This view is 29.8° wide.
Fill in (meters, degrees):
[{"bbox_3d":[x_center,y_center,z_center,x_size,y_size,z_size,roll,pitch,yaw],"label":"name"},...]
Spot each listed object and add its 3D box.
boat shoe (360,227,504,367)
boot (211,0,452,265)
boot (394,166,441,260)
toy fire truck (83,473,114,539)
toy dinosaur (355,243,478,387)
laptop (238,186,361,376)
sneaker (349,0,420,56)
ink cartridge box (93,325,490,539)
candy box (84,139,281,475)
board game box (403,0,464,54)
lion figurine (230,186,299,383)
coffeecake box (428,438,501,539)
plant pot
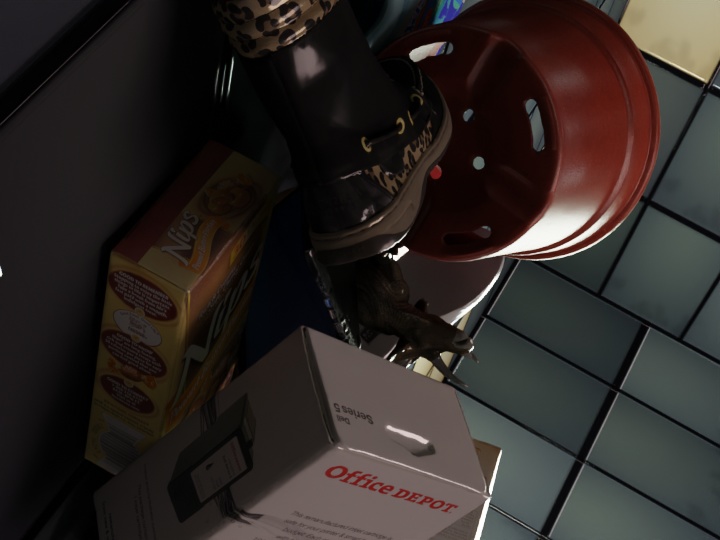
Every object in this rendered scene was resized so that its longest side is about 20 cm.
[{"bbox_3d":[0.034,0.040,1.092,0.199,0.069,0.057,-39,158,-8],"label":"boat shoe"},{"bbox_3d":[-0.013,-0.113,0.734,0.152,0.072,0.201,64,25,-26],"label":"boot"},{"bbox_3d":[0.043,-0.049,1.159,0.145,0.072,0.200,-54,165,-14],"label":"boot"},{"bbox_3d":[-0.120,0.145,1.011,0.176,0.127,0.203,106,-6,-72],"label":"toy fire truck"},{"bbox_3d":[0.000,0.000,0.963,0.076,0.200,0.103,-29,136,-10],"label":"toy dinosaur"},{"bbox_3d":[-0.056,-0.017,0.854,0.201,0.102,0.179,70,13,-54],"label":"laptop"},{"bbox_3d":[0.023,-0.206,0.845,0.202,0.073,0.082,-67,174,26],"label":"sneaker"},{"bbox_3d":[-0.043,0.137,0.827,0.199,0.085,0.145,-38,139,27],"label":"ink cartridge box"},{"bbox_3d":[-0.113,0.032,0.841,0.116,0.055,0.201,-56,170,-43],"label":"candy box"},{"bbox_3d":[0.017,-0.164,1.021,0.154,0.045,0.200,-64,170,11],"label":"board game box"},{"bbox_3d":[-0.057,0.015,1.000,0.122,0.072,0.203,9,70,-56],"label":"lion figurine"},{"bbox_3d":[0.032,0.235,0.942,0.155,0.072,0.201,97,12,-50],"label":"coffeecake box"},{"bbox_3d":[0.090,-0.093,0.934,0.203,0.199,0.195,-65,164,19],"label":"plant pot"}]
